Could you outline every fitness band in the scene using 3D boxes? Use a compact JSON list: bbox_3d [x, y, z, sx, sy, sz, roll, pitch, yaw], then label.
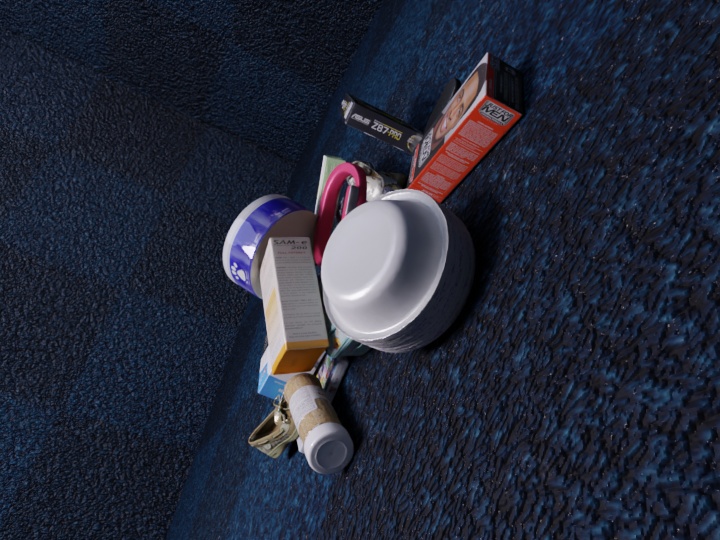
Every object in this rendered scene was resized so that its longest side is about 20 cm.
[{"bbox_3d":[-0.040,-0.101,0.974,0.144,0.037,0.200,16,93,65],"label":"fitness band"}]

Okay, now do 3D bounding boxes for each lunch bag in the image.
[{"bbox_3d":[-0.006,0.042,0.831,0.200,0.077,0.161,-54,41,47],"label":"lunch bag"}]

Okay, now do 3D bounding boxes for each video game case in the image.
[{"bbox_3d":[-0.083,0.222,1.008,0.182,0.023,0.200,-66,14,4],"label":"video game case"}]

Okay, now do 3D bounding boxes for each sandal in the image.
[{"bbox_3d":[0.136,-0.230,0.879,0.201,0.048,0.075,111,170,-50],"label":"sandal"},{"bbox_3d":[0.037,-0.172,1.095,0.080,0.054,0.200,-68,15,-4],"label":"sandal"}]

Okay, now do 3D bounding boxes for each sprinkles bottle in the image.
[{"bbox_3d":[-0.071,0.230,0.820,0.068,0.068,0.200,-66,23,6],"label":"sprinkles bottle"}]

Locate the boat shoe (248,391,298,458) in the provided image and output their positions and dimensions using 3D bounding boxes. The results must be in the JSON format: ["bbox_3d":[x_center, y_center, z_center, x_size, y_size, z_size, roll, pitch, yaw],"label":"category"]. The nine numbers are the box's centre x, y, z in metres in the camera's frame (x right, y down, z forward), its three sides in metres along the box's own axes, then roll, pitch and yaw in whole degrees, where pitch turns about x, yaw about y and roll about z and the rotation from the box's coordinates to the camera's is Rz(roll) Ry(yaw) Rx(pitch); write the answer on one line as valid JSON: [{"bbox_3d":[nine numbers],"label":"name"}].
[{"bbox_3d":[-0.150,0.285,0.982,0.200,0.063,0.073,-57,17,33],"label":"boat shoe"}]

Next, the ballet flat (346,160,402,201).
[{"bbox_3d":[0.017,-0.162,1.012,0.072,0.072,0.200,-63,32,16],"label":"ballet flat"}]

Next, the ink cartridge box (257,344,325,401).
[{"bbox_3d":[-0.124,0.143,1.050,0.200,0.086,0.146,-59,15,11],"label":"ink cartridge box"}]

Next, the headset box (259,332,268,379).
[{"bbox_3d":[-0.158,0.146,1.237,0.174,0.093,0.200,-63,15,17],"label":"headset box"}]

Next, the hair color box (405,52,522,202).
[{"bbox_3d":[0.144,-0.194,0.752,0.200,0.061,0.102,-48,23,49],"label":"hair color box"}]

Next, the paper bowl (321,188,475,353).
[{"bbox_3d":[0.031,-0.007,0.651,0.201,0.104,0.201,-24,53,36],"label":"paper bowl"}]

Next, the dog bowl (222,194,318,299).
[{"bbox_3d":[-0.167,-0.043,1.036,0.200,0.079,0.200,-38,-36,-35],"label":"dog bowl"}]

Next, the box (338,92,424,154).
[{"bbox_3d":[0.041,-0.292,1.051,0.049,0.161,0.200,-62,15,18],"label":"box"}]

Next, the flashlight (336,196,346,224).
[{"bbox_3d":[-0.020,-0.128,1.115,0.068,0.068,0.200,-43,1,-4],"label":"flashlight"}]

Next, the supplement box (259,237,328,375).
[{"bbox_3d":[-0.116,0.059,0.888,0.126,0.073,0.200,123,140,-56],"label":"supplement box"}]

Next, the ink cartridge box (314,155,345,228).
[{"bbox_3d":[-0.070,-0.181,1.166,0.200,0.048,0.146,-115,34,-74],"label":"ink cartridge box"}]
